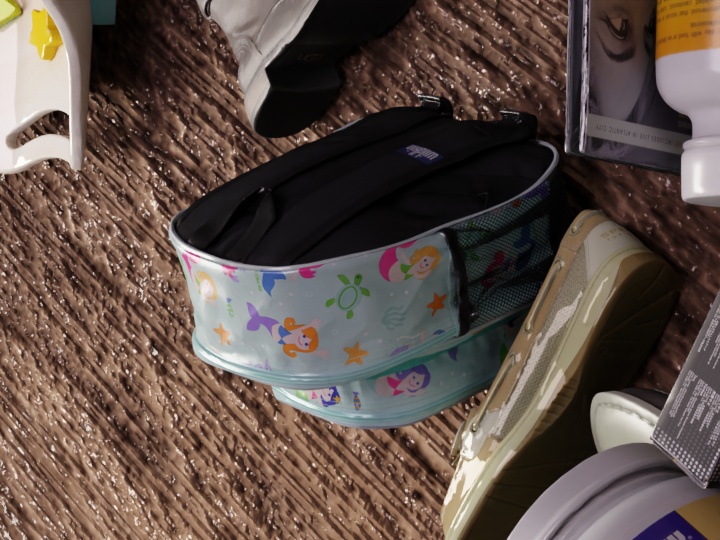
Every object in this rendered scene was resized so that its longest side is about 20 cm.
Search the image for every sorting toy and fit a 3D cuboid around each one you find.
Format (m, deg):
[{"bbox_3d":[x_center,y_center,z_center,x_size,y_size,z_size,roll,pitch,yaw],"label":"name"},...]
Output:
[{"bbox_3d":[-0.227,-0.157,1.870,0.200,0.106,0.181,1,97,52],"label":"sorting toy"}]

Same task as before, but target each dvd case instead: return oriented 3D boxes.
[{"bbox_3d":[0.149,-0.151,1.386,0.016,0.148,0.201,0,86,35],"label":"dvd case"}]

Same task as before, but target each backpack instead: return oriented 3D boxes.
[{"bbox_3d":[0.000,0.000,1.510,0.177,0.199,0.151,17,120,48],"label":"backpack"}]

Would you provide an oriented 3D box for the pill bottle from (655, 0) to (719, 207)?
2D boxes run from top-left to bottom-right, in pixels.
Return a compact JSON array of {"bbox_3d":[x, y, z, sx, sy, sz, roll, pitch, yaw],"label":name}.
[{"bbox_3d":[0.201,-0.133,1.349,0.111,0.111,0.201,-3,84,50],"label":"pill bottle"}]

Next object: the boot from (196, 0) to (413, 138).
[{"bbox_3d":[-0.050,-0.199,1.686,0.200,0.069,0.175,-50,52,37],"label":"boot"}]

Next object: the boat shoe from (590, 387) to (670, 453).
[{"bbox_3d":[0.193,0.110,1.378,0.201,0.060,0.072,36,141,48],"label":"boat shoe"}]

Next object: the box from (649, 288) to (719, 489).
[{"bbox_3d":[0.237,0.007,1.256,0.044,0.160,0.201,42,117,42],"label":"box"}]

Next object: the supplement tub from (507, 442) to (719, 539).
[{"bbox_3d":[0.164,0.184,1.240,0.200,0.145,0.146,41,117,38],"label":"supplement tub"}]

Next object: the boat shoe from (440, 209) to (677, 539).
[{"bbox_3d":[0.096,0.065,1.483,0.063,0.073,0.201,43,115,39],"label":"boat shoe"}]
